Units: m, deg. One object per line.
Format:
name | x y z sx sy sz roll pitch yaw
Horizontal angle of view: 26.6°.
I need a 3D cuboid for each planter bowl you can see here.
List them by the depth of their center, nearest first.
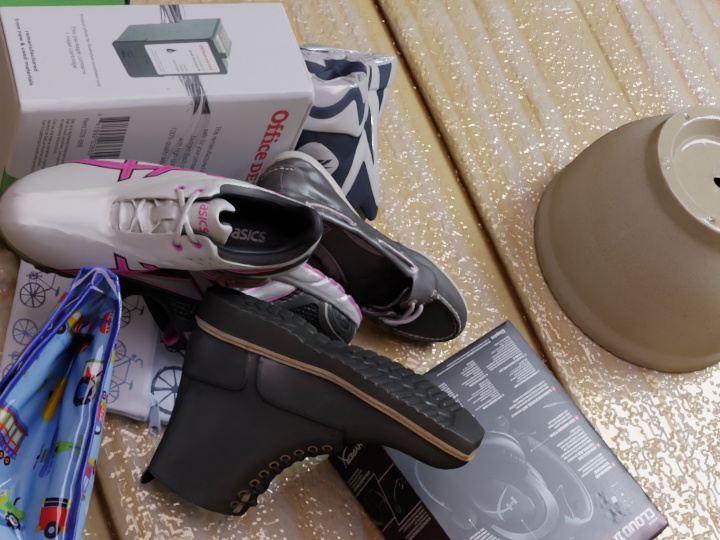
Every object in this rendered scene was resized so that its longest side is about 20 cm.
planter bowl | 0.252 -0.042 1.178 0.198 0.135 0.202 10 57 -16

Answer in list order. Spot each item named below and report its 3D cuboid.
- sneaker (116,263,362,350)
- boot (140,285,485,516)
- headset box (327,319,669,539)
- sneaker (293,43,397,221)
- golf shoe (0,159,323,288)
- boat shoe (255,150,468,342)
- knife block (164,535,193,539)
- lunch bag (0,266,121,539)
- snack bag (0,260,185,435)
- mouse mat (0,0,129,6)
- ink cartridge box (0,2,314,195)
sneaker | -0.098 0.018 1.030 0.199 0.080 0.087 25 84 -21
boot | -0.033 0.113 0.969 0.199 0.139 0.077 26 9 18
headset box | 0.099 0.157 1.034 0.148 0.077 0.201 -30 76 -32
sneaker | -0.019 -0.095 1.144 0.079 0.131 0.199 7 17 0
golf shoe | -0.118 -0.034 0.921 0.198 0.092 0.073 3 78 -26
boat shoe | 0.000 0.000 1.064 0.200 0.067 0.057 41 31 -26
knife block | -0.097 0.284 0.890 0.175 0.064 0.201 34 54 0
lunch bag | -0.186 0.098 0.898 0.093 0.151 0.201 23 62 -6
snack bag | -0.139 0.023 1.056 0.198 0.021 0.190 14 56 -14
mouse mat | -0.271 -0.203 1.148 0.198 0.008 0.162 5 59 -17
ink cartridge box | -0.148 -0.102 1.028 0.198 0.146 0.085 -5 60 -25
